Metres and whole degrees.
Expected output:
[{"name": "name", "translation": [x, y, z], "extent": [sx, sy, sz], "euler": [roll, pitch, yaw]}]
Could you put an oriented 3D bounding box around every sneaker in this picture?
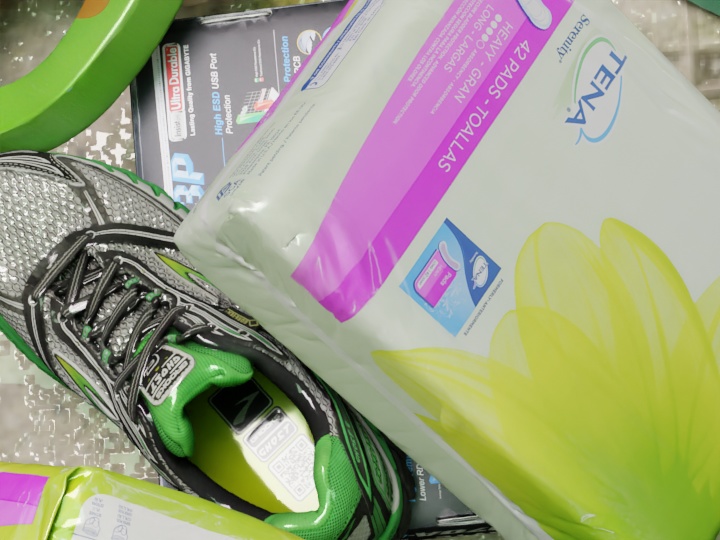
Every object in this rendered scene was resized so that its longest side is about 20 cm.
[{"name": "sneaker", "translation": [-0.064, 0.023, 0.785], "extent": [0.199, 0.085, 0.078], "euler": [38, 87, 13]}]

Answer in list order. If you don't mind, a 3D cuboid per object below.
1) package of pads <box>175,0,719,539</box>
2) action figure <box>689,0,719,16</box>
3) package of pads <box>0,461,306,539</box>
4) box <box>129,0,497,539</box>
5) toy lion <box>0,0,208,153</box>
[{"name": "package of pads", "translation": [0.060, -0.007, 0.763], "extent": [0.200, 0.068, 0.155], "euler": [43, 63, -15]}, {"name": "action figure", "translation": [0.072, -0.153, 0.846], "extent": [0.199, 0.119, 0.055], "euler": [23, 51, 19]}, {"name": "package of pads", "translation": [-0.053, 0.117, 0.735], "extent": [0.199, 0.154, 0.069], "euler": [25, 75, -31]}, {"name": "box", "translation": [0.000, 0.000, 0.847], "extent": [0.157, 0.046, 0.202], "euler": [-7, 79, 6]}, {"name": "toy lion", "translation": [-0.166, -0.106, 0.861], "extent": [0.199, 0.069, 0.192], "euler": [34, 90, 30]}]
